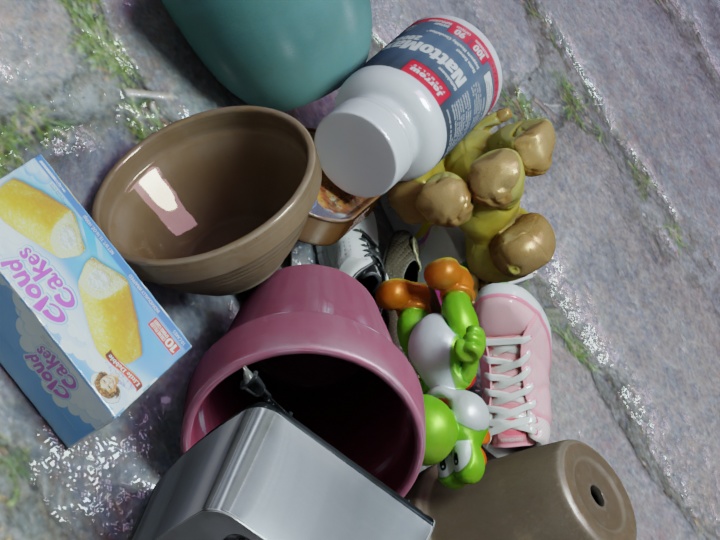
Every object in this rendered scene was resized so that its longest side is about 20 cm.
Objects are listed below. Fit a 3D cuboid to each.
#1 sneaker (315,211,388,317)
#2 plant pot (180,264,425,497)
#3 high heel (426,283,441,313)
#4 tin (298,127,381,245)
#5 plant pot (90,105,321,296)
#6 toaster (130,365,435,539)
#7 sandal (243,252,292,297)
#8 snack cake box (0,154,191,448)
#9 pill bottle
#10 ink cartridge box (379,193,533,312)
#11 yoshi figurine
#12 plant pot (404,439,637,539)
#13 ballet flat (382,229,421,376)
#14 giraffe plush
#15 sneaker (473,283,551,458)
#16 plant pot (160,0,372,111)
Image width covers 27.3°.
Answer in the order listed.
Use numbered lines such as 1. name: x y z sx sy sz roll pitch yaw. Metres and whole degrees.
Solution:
1. sneaker: 0.000 0.000 1.451 0.074 0.080 0.200 32 42 -27
2. plant pot: -0.045 0.095 1.254 0.200 0.200 0.179 41 24 -22
3. high heel: 0.066 0.092 1.468 0.096 0.067 0.200 59 20 -14
4. tin: -0.044 -0.082 1.431 0.112 0.042 0.200 38 26 5
5. plant pot: -0.123 -0.045 1.282 0.201 0.200 0.093 -78 157 -43
6. toaster: -0.073 0.206 1.122 0.200 0.181 0.119 38 42 -13
7. sandal: -0.093 -0.013 1.370 0.082 0.055 0.200 -19 74 -53
8. snack cake box: -0.241 0.023 1.168 0.200 0.067 0.115 53 36 -7
9. pill bottle: 0.044 -0.156 1.435 0.120 0.119 0.200 52 44 -8
10. ink cartridge box: 0.093 -0.060 1.607 0.117 0.067 0.200 -16 77 -51
11. yoshi figurine: 0.062 0.093 1.320 0.112 0.112 0.201 -6 67 -8
12. plant pot: 0.150 0.243 1.347 0.200 0.174 0.201 36 35 -30
13. ballet flat: 0.043 0.041 1.479 0.067 0.046 0.200 66 26 -44
14. giraffe plush: 0.131 -0.053 1.492 0.162 0.172 0.200 64 0 -18
15. sneaker: 0.154 0.114 1.488 0.105 0.075 0.201 -77 159 -49
16. plant pot: -0.080 -0.254 1.453 0.161 0.200 0.201 64 32 -27
